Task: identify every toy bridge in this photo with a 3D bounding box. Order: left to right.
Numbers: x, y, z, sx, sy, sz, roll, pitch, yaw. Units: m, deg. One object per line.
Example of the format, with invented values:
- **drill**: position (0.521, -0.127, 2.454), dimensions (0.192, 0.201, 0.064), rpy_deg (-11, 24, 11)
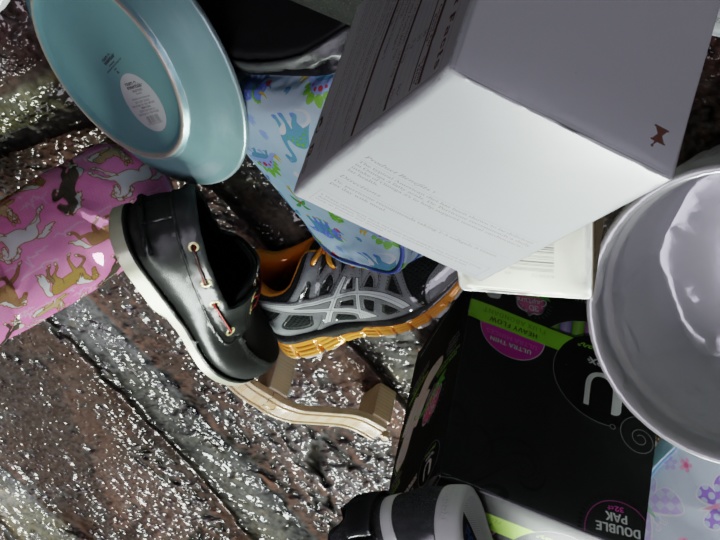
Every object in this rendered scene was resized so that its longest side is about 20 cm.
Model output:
- **toy bridge**: position (-0.059, 0.071, 1.565), dimensions (0.200, 0.067, 0.027), rpy_deg (33, 134, -19)

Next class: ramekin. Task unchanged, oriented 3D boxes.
- **ramekin**: position (0.249, 0.012, 1.349), dimensions (0.200, 0.105, 0.201), rpy_deg (9, 115, 20)

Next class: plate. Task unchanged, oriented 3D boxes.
- **plate**: position (-0.147, -0.131, 1.329), dimensions (0.200, 0.026, 0.200), rpy_deg (34, 147, 26)

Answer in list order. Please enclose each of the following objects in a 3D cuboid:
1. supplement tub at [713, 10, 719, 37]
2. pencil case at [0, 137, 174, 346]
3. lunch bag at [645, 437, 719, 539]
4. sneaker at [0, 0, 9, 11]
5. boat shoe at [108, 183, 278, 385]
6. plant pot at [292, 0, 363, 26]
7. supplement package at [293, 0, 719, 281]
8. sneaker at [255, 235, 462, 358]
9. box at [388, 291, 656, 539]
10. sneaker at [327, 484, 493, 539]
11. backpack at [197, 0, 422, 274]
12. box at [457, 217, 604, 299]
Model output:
- **supplement tub**: position (0.227, -0.224, 1.133), dimensions (0.122, 0.123, 0.200), rpy_deg (25, 136, -12)
- **pencil case**: position (-0.210, -0.009, 1.431), dimensions (0.087, 0.200, 0.083), rpy_deg (54, 166, 16)
- **lunch bag**: position (0.288, 0.161, 1.494), dimensions (0.200, 0.127, 0.170), rpy_deg (28, 112, -12)
- **sneaker**: position (-0.245, -0.209, 1.292), dimensions (0.074, 0.085, 0.200), rpy_deg (33, 134, 11)
- **boat shoe**: position (-0.094, 0.014, 1.426), dimensions (0.063, 0.074, 0.201), rpy_deg (-18, 145, 12)
- **plant pot**: position (0.047, -0.221, 1.146), dimensions (0.200, 0.200, 0.177), rpy_deg (21, 149, -8)
- **supplement package**: position (0.068, -0.089, 1.048), dimensions (0.117, 0.118, 0.200), rpy_deg (25, 158, -16)
- **sneaker**: position (0.000, 0.000, 1.469), dimensions (0.200, 0.078, 0.077), rpy_deg (-23, 121, 35)
- **box**: position (0.110, 0.118, 1.471), dimensions (0.148, 0.200, 0.124), rpy_deg (21, 137, -8)
- **sneaker**: position (0.037, 0.212, 1.396), dimensions (0.112, 0.073, 0.200), rpy_deg (-2, 127, 21)
- **backpack**: position (-0.002, -0.094, 1.325), dimensions (0.163, 0.154, 0.200), rpy_deg (12, 162, 43)
- **box**: position (0.106, -0.087, 1.252), dimensions (0.078, 0.200, 0.095), rpy_deg (4, 138, 11)
